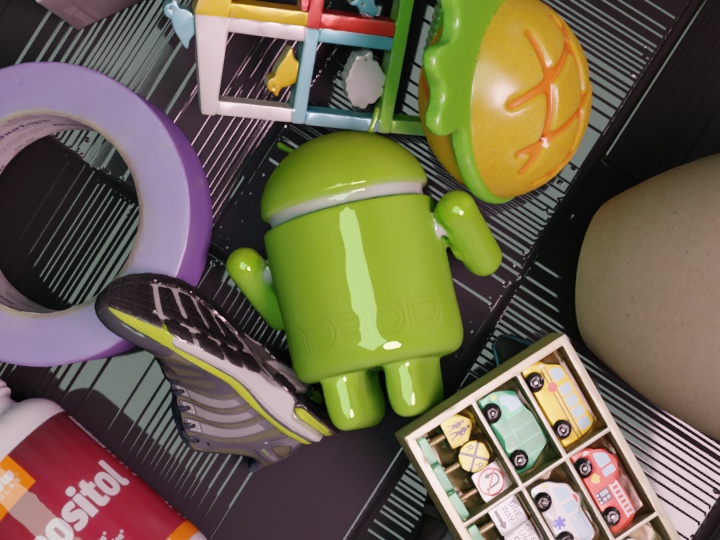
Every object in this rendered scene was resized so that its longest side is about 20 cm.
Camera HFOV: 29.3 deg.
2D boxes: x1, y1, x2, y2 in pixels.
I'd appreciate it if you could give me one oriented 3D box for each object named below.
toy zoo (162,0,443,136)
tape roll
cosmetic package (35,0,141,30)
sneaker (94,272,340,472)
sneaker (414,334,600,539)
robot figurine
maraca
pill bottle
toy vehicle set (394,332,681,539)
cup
[{"bbox_3d":[-0.030,-0.161,0.904,0.199,0.020,0.132,5,111,-16],"label":"toy zoo"},{"bbox_3d":[-0.205,-0.036,0.939,0.198,0.085,0.202,0,88,4],"label":"tape roll"},{"bbox_3d":[-0.133,-0.246,0.928,0.199,0.107,0.091,-26,87,5],"label":"cosmetic package"},{"bbox_3d":[-0.101,0.076,0.896,0.081,0.074,0.200,-42,125,12],"label":"sneaker"},{"bbox_3d":[0.074,0.136,0.924,0.082,0.073,0.200,36,81,8],"label":"sneaker"},{"bbox_3d":[0.000,0.000,0.903,0.174,0.116,0.201,-15,83,19],"label":"robot figurine"},{"bbox_3d":[0.084,-0.118,0.866,0.106,0.200,0.138,7,79,26],"label":"maraca"},{"bbox_3d":[-0.208,0.160,0.919,0.200,0.113,0.113,40,92,4],"label":"pill bottle"},{"bbox_3d":[0.124,0.156,0.876,0.124,0.027,0.201,-32,97,-11],"label":"toy vehicle set"},{"bbox_3d":[0.220,0.012,0.868,0.142,0.200,0.202,8,89,33],"label":"cup"}]
